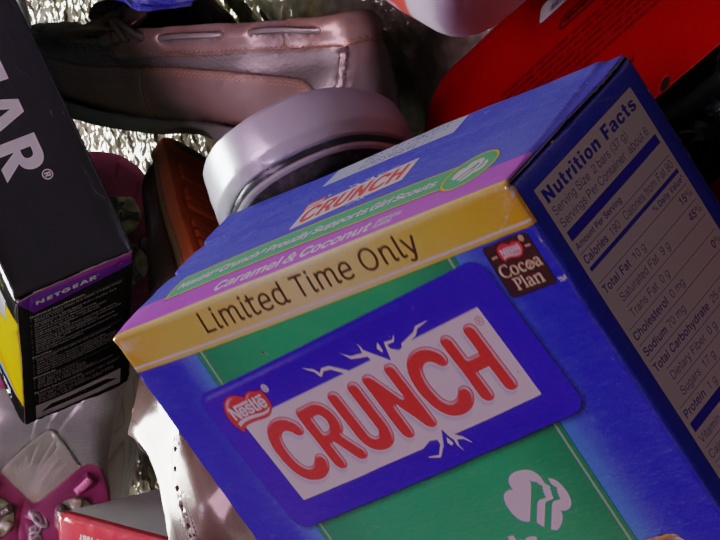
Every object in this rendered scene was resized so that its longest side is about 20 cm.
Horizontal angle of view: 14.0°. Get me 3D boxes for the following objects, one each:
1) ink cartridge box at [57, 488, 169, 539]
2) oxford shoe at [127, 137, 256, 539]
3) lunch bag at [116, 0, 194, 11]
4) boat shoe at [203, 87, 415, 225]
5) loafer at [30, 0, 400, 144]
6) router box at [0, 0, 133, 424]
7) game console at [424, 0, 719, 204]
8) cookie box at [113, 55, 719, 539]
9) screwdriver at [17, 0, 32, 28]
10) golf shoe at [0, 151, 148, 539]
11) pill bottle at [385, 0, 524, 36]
[{"bbox_3d":[-0.039,0.193,1.140,0.144,0.084,0.200,9,105,47],"label":"ink cartridge box"},{"bbox_3d":[-0.063,0.030,1.100,0.073,0.071,0.200,-40,40,23],"label":"oxford shoe"},{"bbox_3d":[-0.102,-0.197,1.075,0.170,0.127,0.200,-159,59,-69],"label":"lunch bag"},{"bbox_3d":[0.000,0.000,1.007,0.200,0.072,0.071,61,-175,-69],"label":"boat shoe"},{"bbox_3d":[-0.056,-0.082,1.110,0.200,0.072,0.063,17,112,44],"label":"loafer"},{"bbox_3d":[-0.148,-0.058,1.114,0.200,0.051,0.149,63,166,16],"label":"router box"},{"bbox_3d":[0.111,-0.019,0.896,0.200,0.119,0.173,-41,31,45],"label":"game console"},{"bbox_3d":[0.052,0.059,0.864,0.171,0.075,0.200,-21,108,43],"label":"cookie box"},{"bbox_3d":[-0.146,-0.137,1.242,0.028,0.029,0.200,-19,88,49],"label":"screwdriver"},{"bbox_3d":[-0.124,0.051,1.216,0.092,0.075,0.200,68,-147,-85],"label":"golf shoe"},{"bbox_3d":[-0.020,-0.168,0.919,0.200,0.111,0.112,34,125,18],"label":"pill bottle"}]
